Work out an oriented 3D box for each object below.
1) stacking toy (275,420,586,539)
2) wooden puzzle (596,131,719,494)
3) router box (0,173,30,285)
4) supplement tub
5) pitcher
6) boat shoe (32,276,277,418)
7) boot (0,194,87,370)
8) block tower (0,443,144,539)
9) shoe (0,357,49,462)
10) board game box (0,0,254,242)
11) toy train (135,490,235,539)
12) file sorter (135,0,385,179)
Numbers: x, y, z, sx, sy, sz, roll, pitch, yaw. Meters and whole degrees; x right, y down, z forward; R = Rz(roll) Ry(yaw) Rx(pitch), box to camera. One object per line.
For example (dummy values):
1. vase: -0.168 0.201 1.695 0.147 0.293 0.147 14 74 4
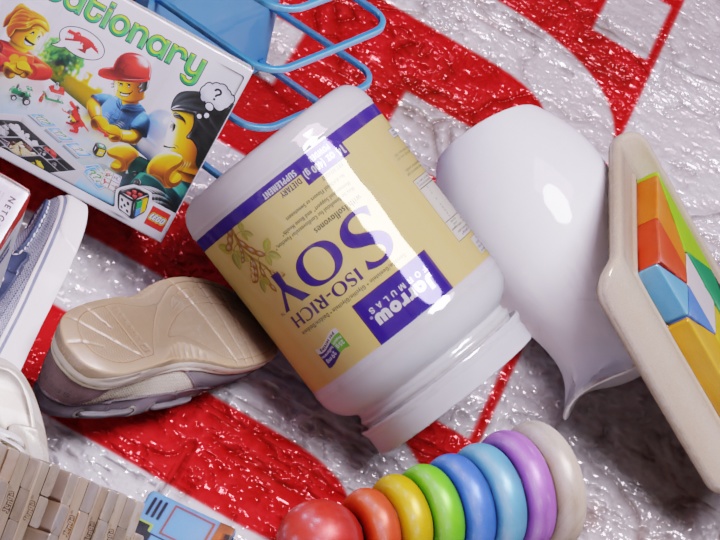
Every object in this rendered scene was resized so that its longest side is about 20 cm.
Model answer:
1. stacking toy: 0.037 0.154 1.753 0.199 0.086 0.086 -12 57 -27
2. wooden puzzle: 0.215 0.023 1.873 0.185 0.037 0.200 58 23 -23
3. router box: -0.258 0.057 1.557 0.049 0.180 0.200 28 66 -2
4. supplement tub: 0.000 0.000 1.792 0.200 0.145 0.145 52 45 -1
5. pitcher: 0.147 -0.009 1.936 0.171 0.121 0.200 -6 63 -58
6. boat shoe: -0.130 0.053 1.754 0.072 0.065 0.200 54 30 16
7. boot: -0.236 0.011 1.727 0.090 0.073 0.200 29 44 -10
8. block tower: -0.188 0.123 1.505 0.058 0.200 0.054 14 80 28
9. shoe: -0.204 0.138 1.610 0.070 0.053 0.201 8 63 -23
10. board game box: -0.184 -0.120 1.795 0.199 0.127 0.035 28 6 -8
11. toy train: -0.116 0.222 1.599 0.114 0.087 0.200 24 45 6
12. file sorter: -0.059 -0.175 1.880 0.123 0.201 0.139 35 40 27
